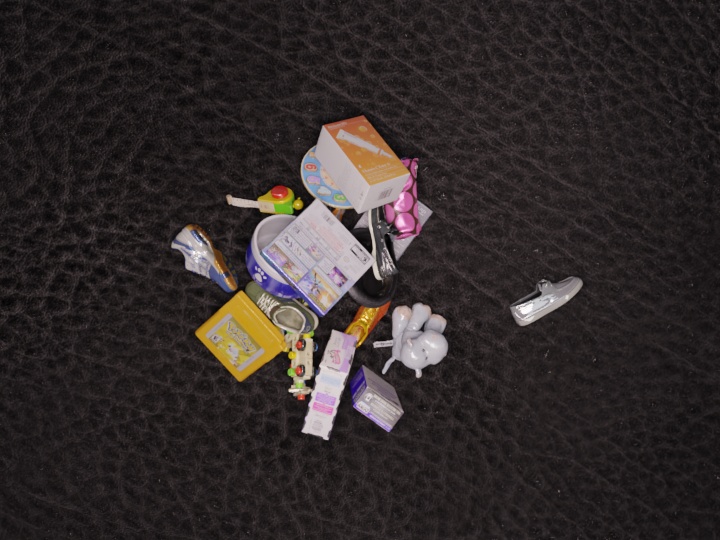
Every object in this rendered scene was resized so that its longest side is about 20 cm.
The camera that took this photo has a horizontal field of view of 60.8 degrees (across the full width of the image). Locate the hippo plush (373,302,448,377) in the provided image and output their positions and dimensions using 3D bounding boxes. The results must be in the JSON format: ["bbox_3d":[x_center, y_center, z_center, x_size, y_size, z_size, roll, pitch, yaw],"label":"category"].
[{"bbox_3d":[0.132,0.171,1.527,0.199,0.161,0.160,-19,96,-2],"label":"hippo plush"}]

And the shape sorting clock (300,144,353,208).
[{"bbox_3d":[-0.047,-0.239,1.503,0.199,0.039,0.201,7,61,-14],"label":"shape sorting clock"}]

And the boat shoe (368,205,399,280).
[{"bbox_3d":[0.062,-0.080,1.468,0.066,0.074,0.201,-8,74,22],"label":"boat shoe"}]

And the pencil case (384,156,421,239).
[{"bbox_3d":[0.103,-0.178,1.517,0.093,0.091,0.201,-5,98,0],"label":"pencil case"}]

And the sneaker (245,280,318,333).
[{"bbox_3d":[-0.196,0.087,1.461,0.200,0.090,0.067,31,102,6],"label":"sneaker"}]

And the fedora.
[{"bbox_3d":[0.000,0.000,1.515,0.200,0.091,0.202,12,69,-35],"label":"fedora"}]

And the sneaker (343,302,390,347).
[{"bbox_3d":[0.022,0.118,1.559,0.073,0.077,0.201,29,91,-4],"label":"sneaker"}]

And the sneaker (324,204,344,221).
[{"bbox_3d":[-0.087,-0.128,1.504,0.077,0.078,0.201,8,51,8],"label":"sneaker"}]

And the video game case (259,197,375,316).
[{"bbox_3d":[-0.095,-0.030,1.391,0.200,0.045,0.181,47,70,-6],"label":"video game case"}]

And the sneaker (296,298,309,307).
[{"bbox_3d":[-0.117,0.058,1.545,0.199,0.076,0.076,-29,94,-1],"label":"sneaker"}]

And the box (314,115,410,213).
[{"bbox_3d":[0.001,-0.251,1.439,0.124,0.098,0.200,-23,65,-32],"label":"box"}]

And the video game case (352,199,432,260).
[{"bbox_3d":[0.071,-0.112,1.572,0.143,0.019,0.200,36,91,-6],"label":"video game case"}]

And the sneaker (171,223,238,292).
[{"bbox_3d":[-0.388,-0.017,1.534,0.088,0.075,0.200,-38,89,12],"label":"sneaker"}]

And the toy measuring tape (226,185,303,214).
[{"bbox_3d":[-0.233,-0.181,1.534,0.199,0.074,0.074,9,94,15],"label":"toy measuring tape"}]

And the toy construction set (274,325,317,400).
[{"bbox_3d":[-0.159,0.221,1.518,0.092,0.131,0.201,-3,78,-44],"label":"toy construction set"}]

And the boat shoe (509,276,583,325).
[{"bbox_3d":[0.477,0.064,1.584,0.200,0.070,0.072,-33,99,2],"label":"boat shoe"}]

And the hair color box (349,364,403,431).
[{"bbox_3d":[0.036,0.311,1.513,0.109,0.200,0.065,36,91,-6],"label":"hair color box"}]

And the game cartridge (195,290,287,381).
[{"bbox_3d":[-0.296,0.166,1.516,0.176,0.032,0.200,48,125,-5],"label":"game cartridge"}]

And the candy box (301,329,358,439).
[{"bbox_3d":[-0.072,0.274,1.487,0.071,0.168,0.201,16,116,2],"label":"candy box"}]

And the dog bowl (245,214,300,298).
[{"bbox_3d":[-0.172,-0.034,1.475,0.199,0.200,0.079,30,134,-5],"label":"dog bowl"}]
